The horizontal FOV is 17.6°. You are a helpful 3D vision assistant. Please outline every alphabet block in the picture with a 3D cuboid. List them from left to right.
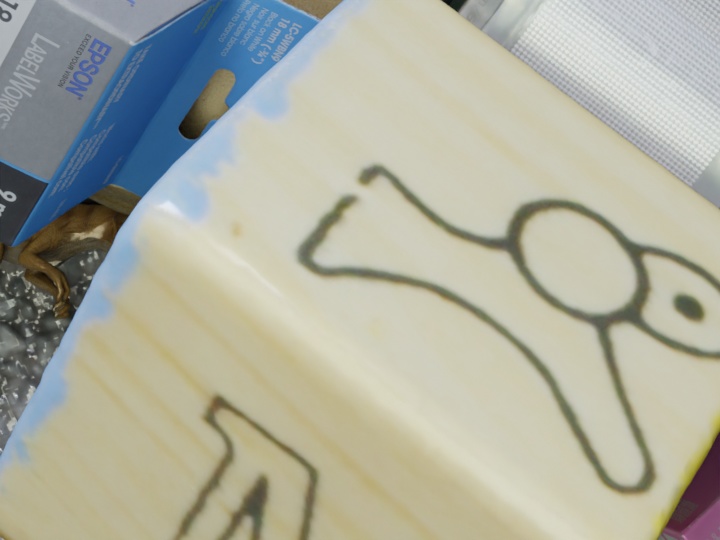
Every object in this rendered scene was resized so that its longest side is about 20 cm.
[{"bbox_3d":[0.011,0.046,0.858,0.200,0.195,0.197,38,135,4],"label":"alphabet block"}]

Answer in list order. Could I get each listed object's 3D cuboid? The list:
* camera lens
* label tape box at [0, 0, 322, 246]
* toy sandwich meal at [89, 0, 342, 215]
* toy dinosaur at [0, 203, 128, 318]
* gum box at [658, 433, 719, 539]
[{"bbox_3d":[0.122,-0.074,0.951,0.200,0.160,0.160,37,107,-3],"label":"camera lens"},{"bbox_3d":[-0.134,-0.083,0.920,0.199,0.064,0.144,28,138,-11],"label":"label tape box"},{"bbox_3d":[-0.080,-0.112,1.021,0.204,0.070,0.207,1,105,4],"label":"toy sandwich meal"},{"bbox_3d":[-0.185,-0.025,1.070,0.199,0.060,0.107,20,94,-3],"label":"toy dinosaur"},{"bbox_3d":[0.218,0.139,1.006,0.113,0.066,0.200,-43,108,-11],"label":"gum box"}]
